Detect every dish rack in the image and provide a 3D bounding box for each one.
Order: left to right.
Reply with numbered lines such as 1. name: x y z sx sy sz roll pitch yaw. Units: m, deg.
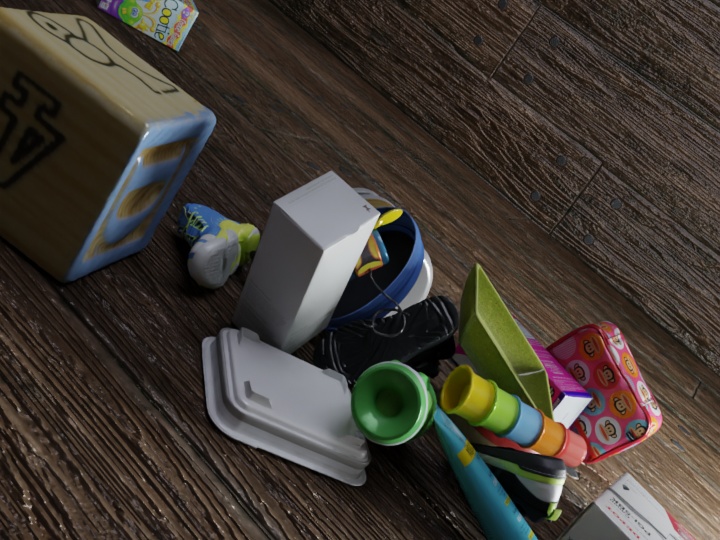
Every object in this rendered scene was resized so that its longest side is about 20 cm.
1. dish rack: -0.074 0.136 0.922 0.198 0.044 0.172 29 18 -26

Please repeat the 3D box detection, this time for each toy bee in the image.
1. toy bee: 0.004 -0.036 1.052 0.199 0.130 0.110 39 -20 32

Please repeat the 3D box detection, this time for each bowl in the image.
1. bowl: 0.000 0.000 1.167 0.040 0.199 0.202 50 7 -34

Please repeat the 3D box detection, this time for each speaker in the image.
1. speaker: 0.041 0.149 0.952 0.088 0.089 0.200 40 -2 13

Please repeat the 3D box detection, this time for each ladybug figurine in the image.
1. ladybug figurine: 0.198 0.213 1.194 0.198 0.072 0.136 33 18 -13

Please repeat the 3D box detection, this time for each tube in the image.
1. tube: 0.133 0.240 0.936 0.202 0.050 0.077 59 2 5

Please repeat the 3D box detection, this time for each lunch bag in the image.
1. lunch bag: 0.371 0.201 1.385 0.081 0.175 0.203 -5 64 -50

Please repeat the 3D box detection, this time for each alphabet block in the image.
1. alphabet block: -0.307 -0.139 0.920 0.198 0.198 0.195 36 16 3

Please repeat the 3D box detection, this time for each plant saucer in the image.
1. plant saucer: 0.188 0.112 1.150 0.202 0.047 0.200 56 18 -12

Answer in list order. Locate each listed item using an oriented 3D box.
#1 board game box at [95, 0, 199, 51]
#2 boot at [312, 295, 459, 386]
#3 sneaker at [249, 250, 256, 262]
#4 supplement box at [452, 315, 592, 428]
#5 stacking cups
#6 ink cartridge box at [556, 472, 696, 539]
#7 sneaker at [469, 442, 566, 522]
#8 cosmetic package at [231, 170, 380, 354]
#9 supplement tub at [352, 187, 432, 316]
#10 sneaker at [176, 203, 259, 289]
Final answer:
1. board game box: -0.474 -0.593 1.892 0.197 0.106 0.104 23 22 -34
2. boot: 0.039 0.112 1.119 0.169 0.196 0.078 83 -18 -68
3. sneaker: -0.067 -0.046 1.157 0.076 0.199 0.085 11 -46 51
4. supplement box: 0.253 0.168 1.363 0.102 0.102 0.200 13 28 -49
5. stacking cups: 0.185 0.183 1.022 0.198 0.061 0.061 32 18 -24
6. ink cartridge box: 0.352 0.358 1.103 0.147 0.083 0.199 45 19 22
7. sneaker: 0.164 0.251 1.004 0.070 0.085 0.199 11 -9 -22
8. cosmetic package: -0.065 0.000 0.983 0.085 0.202 0.107 40 43 17
9. supplement tub: 0.017 -0.029 1.339 0.143 0.146 0.201 24 22 -33
10. sneaker: -0.202 -0.035 1.086 0.103 0.077 0.200 25 10 6
